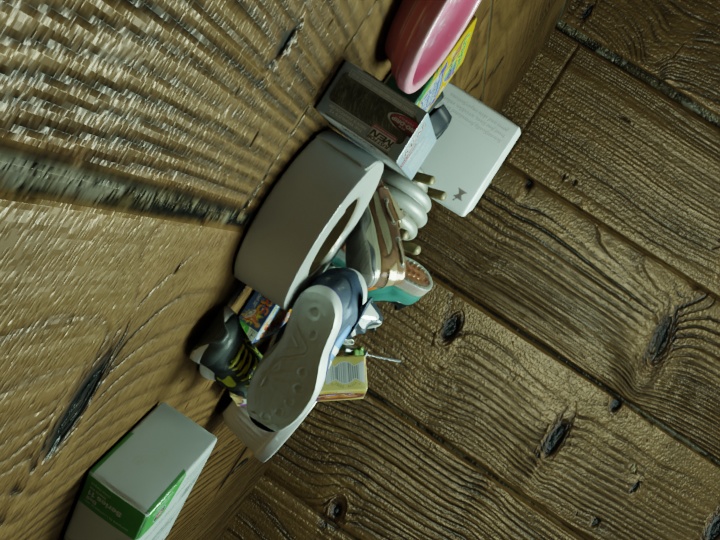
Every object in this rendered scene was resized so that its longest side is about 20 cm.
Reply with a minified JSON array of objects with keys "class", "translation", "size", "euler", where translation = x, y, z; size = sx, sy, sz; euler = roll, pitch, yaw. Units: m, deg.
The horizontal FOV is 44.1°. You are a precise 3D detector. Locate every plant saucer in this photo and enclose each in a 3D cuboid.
[{"class":"plant saucer","translation":[0.088,-0.295,0.990],"size":[0.201,0.051,0.201],"euler":[-55,175,-7]}]

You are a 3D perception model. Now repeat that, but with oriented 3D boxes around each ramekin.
[{"class":"ramekin","translation":[-0.140,0.208,1.474],"size":[0.200,0.105,0.200],"euler":[-51,-179,2]}]

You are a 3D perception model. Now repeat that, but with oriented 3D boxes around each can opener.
[{"class":"can opener","translation":[0.053,-0.190,1.243],"size":[0.200,0.079,0.063],"euler":[-43,177,-27]}]

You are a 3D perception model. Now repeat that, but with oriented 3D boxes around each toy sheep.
[{"class":"toy sheep","translation":[0.045,-0.103,1.306],"size":[0.200,0.138,0.138],"euler":[-61,176,-14]}]

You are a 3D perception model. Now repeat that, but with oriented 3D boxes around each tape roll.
[{"class":"tape roll","translation":[-0.056,-0.057,0.997],"size":[0.203,0.071,0.202],"euler":[-55,174,-9]}]

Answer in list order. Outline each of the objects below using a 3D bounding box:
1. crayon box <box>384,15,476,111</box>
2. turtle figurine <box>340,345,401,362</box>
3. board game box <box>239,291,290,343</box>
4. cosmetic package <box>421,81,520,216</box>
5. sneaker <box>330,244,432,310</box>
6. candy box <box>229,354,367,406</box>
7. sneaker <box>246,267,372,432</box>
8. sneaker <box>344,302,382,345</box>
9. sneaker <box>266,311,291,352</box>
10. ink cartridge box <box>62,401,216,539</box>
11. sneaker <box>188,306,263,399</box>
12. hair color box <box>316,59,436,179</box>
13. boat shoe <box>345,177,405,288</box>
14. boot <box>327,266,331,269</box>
[{"class":"crayon box","translation":[0.087,-0.262,1.159],"size":[0.200,0.052,0.126],"euler":[-56,174,-11]},{"class":"turtle figurine","translation":[-0.026,0.085,1.599],"size":[0.194,0.200,0.144],"euler":[-17,126,-67]},{"class":"board game box","translation":[-0.106,0.029,1.229],"size":[0.135,0.034,0.200],"euler":[-57,175,5]},{"class":"cosmetic package","translation":[0.150,-0.202,1.451],"size":[0.165,0.165,0.200],"euler":[-58,175,11]},{"class":"sneaker","translation":[0.000,0.000,1.242],"size":[0.080,0.200,0.071],"euler":[-47,-155,35]},{"class":"candy box","translation":[-0.093,0.165,1.331],"size":[0.117,0.200,0.057],"euler":[103,-17,-75]},{"class":"sneaker","translation":[-0.053,0.087,1.062],"size":[0.200,0.080,0.146],"euler":[-65,169,21]},{"class":"sneaker","translation":[-0.005,0.040,1.524],"size":[0.079,0.130,0.199],"euler":[-13,-140,41]},{"class":"sneaker","translation":[-0.075,0.100,1.174],"size":[0.146,0.077,0.202],"euler":[-48,-163,33]},{"class":"ink cartridge box","translation":[-0.262,0.273,1.022],"size":[0.200,0.083,0.147],"euler":[-61,173,32]},{"class":"sneaker","translation":[-0.145,0.103,1.060],"size":[0.075,0.085,0.200],"euler":[-56,174,-15]},{"class":"hair color box","translation":[0.023,-0.157,0.962],"size":[0.061,0.099,0.200],"euler":[-57,174,5]},{"class":"boat shoe","translation":[0.017,-0.066,1.139],"size":[0.076,0.072,0.200],"euler":[-40,-131,55]},{"class":"boot","translation":[-0.059,0.066,1.333],"size":[0.200,0.075,0.107],"euler":[-42,-159,34]}]
